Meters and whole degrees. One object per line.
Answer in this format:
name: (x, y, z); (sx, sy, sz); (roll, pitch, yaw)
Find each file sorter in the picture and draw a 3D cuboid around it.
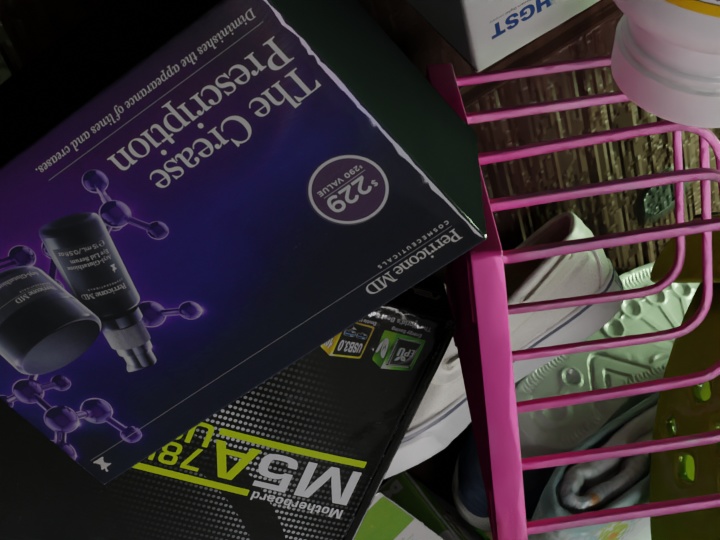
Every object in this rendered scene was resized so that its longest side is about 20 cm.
file sorter: (0.103, 0.002, 0.786); (0.124, 0.200, 0.140); (-8, 117, 1)

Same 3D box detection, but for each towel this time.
towel: (0.171, 0.136, 1.062); (0.199, 0.048, 0.172); (-29, 148, -27)

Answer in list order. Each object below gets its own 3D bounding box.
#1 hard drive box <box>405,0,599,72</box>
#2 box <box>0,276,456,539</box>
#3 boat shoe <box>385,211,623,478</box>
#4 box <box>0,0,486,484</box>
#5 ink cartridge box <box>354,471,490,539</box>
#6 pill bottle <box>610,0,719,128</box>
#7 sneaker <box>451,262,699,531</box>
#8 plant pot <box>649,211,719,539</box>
hard drive box: (0.078, -0.208, 0.744); (0.155, 0.077, 0.201); (-32, 142, -11)
box: (-0.082, 0.066, 0.836); (0.198, 0.048, 0.194); (16, 117, -18)
boat shoe: (0.050, 0.039, 0.982); (0.199, 0.071, 0.070); (-34, 115, -4)
box: (-0.071, -0.026, 0.696); (0.199, 0.079, 0.141); (-33, 123, 22)
ink cartridge box: (-0.008, 0.188, 1.061); (0.148, 0.076, 0.200); (-44, 141, 4)
pill bottle: (0.151, -0.158, 0.708); (0.104, 0.104, 0.201); (-19, 138, -26)
sneaker: (0.135, 0.084, 1.097); (0.199, 0.081, 0.147); (-33, 163, -32)
plant pot: (0.274, 0.051, 0.931); (0.198, 0.199, 0.183); (-9, 93, -34)
